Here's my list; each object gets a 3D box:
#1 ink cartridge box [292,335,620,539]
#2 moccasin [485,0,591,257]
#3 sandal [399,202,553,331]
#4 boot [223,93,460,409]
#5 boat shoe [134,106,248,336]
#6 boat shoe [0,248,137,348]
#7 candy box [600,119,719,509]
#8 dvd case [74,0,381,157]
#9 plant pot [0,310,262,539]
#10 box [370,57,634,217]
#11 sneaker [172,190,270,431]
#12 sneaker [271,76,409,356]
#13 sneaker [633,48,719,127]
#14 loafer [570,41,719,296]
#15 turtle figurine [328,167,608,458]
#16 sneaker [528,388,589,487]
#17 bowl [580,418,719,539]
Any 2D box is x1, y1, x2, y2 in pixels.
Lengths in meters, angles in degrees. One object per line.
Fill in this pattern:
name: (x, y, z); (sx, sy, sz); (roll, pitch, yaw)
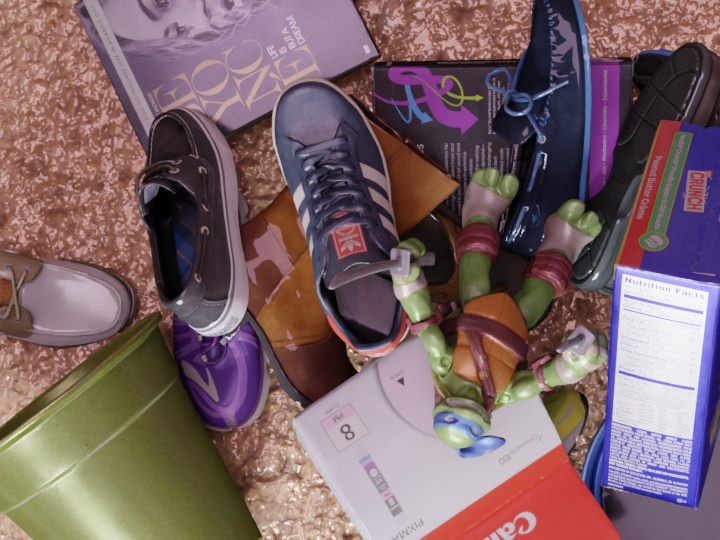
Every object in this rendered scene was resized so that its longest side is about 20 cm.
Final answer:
ink cartridge box: (0.071, 0.146, 1.167); (0.162, 0.057, 0.201); (-32, 73, -10)
moccasin: (0.128, -0.102, 1.184); (0.067, 0.081, 0.202); (-3, 104, -5)
sandal: (0.058, -0.017, 1.231); (0.200, 0.055, 0.082); (43, 111, -11)
boot: (0.000, 0.000, 1.210); (0.188, 0.069, 0.200); (43, 102, -5)
boat shoe: (-0.133, -0.045, 1.184); (0.070, 0.066, 0.202); (-29, 54, 27)
boat shoe: (-0.279, 0.021, 1.295); (0.198, 0.068, 0.076); (5, 88, 7)
candy box: (0.219, 0.029, 1.117); (0.076, 0.170, 0.201); (11, 130, 16)
dvd case: (-0.104, -0.186, 1.265); (0.199, 0.016, 0.150); (-27, 87, 7)
plant pot: (-0.174, 0.165, 1.231); (0.199, 0.200, 0.191); (-37, 96, 4)
box: (0.108, -0.089, 1.252); (0.198, 0.036, 0.145); (0, 105, 5)
sneaker: (-0.121, 0.025, 1.269); (0.080, 0.083, 0.202); (-9, 87, 7)
sneaker: (-0.010, -0.035, 1.126); (0.074, 0.085, 0.202); (-19, 100, 7)
sneaker: (0.262, -0.080, 1.231); (0.082, 0.071, 0.201); (-31, 87, -6)
loafer: (0.220, -0.071, 1.202); (0.062, 0.072, 0.201); (16, 113, -23)
turtle figurine: (0.098, 0.010, 1.095); (0.143, 0.201, 0.195); (0, 48, 26)
sneaker: (0.077, 0.133, 1.235); (0.199, 0.078, 0.091); (-28, 96, 5)
bowl: (0.266, 0.171, 1.237); (0.198, 0.039, 0.203); (0, 88, 7)
